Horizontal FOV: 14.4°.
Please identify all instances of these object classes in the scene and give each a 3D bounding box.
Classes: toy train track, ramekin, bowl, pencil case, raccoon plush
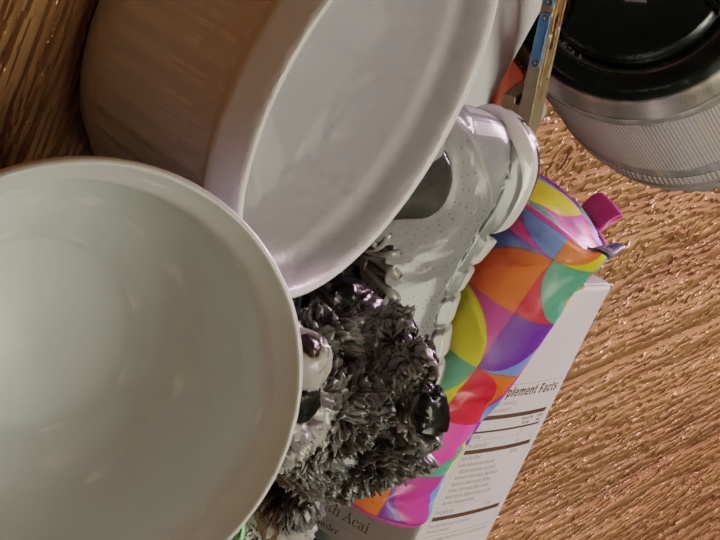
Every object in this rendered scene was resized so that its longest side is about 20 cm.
[{"bbox_3d":[0.092,-0.164,1.427,0.115,0.033,0.200,-43,147,-60],"label":"toy train track"},{"bbox_3d":[-0.034,-0.098,1.258,0.200,0.105,0.200,-47,155,-29],"label":"ramekin"},{"bbox_3d":[-0.131,0.037,1.180,0.201,0.090,0.201,-7,111,-17],"label":"bowl"},{"bbox_3d":[0.052,0.037,1.471,0.200,0.088,0.088,-54,161,16],"label":"pencil case"},{"bbox_3d":[-0.044,0.089,1.309,0.134,0.097,0.200,-15,139,-35],"label":"raccoon plush"}]

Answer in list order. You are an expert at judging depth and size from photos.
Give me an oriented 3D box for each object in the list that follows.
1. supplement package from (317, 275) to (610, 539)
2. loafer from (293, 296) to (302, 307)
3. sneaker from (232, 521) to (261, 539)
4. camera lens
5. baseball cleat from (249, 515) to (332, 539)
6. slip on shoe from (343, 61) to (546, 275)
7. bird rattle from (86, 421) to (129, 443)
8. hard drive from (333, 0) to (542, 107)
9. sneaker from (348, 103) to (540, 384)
[{"bbox_3d":[0.030,0.068,1.591,0.120,0.121,0.200,-2,119,-65],"label":"supplement package"},{"bbox_3d":[-0.065,0.062,1.441,0.068,0.070,0.201,-42,152,-38],"label":"loafer"},{"bbox_3d":[-0.089,0.125,1.442,0.089,0.077,0.200,-13,140,-38],"label":"sneaker"},{"bbox_3d":[0.172,-0.138,1.590,0.160,0.160,0.200,-59,159,-4],"label":"camera lens"},{"bbox_3d":[-0.071,0.214,1.562,0.070,0.106,0.200,-35,152,-52],"label":"baseball cleat"},{"bbox_3d":[0.012,-0.052,1.491,0.200,0.061,0.074,-41,-162,-21],"label":"slip on shoe"},{"bbox_3d":[-0.154,0.114,1.326,0.163,0.113,0.200,17,89,-80],"label":"bird rattle"},{"bbox_3d":[0.057,-0.160,1.430,0.200,0.025,0.132,-61,147,-15],"label":"hard drive"},{"bbox_3d":[0.000,0.000,1.390,0.115,0.075,0.200,14,104,-50],"label":"sneaker"}]
